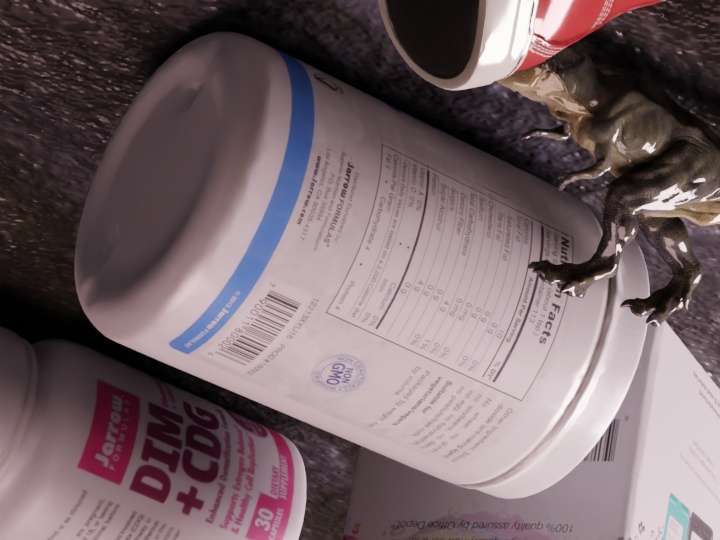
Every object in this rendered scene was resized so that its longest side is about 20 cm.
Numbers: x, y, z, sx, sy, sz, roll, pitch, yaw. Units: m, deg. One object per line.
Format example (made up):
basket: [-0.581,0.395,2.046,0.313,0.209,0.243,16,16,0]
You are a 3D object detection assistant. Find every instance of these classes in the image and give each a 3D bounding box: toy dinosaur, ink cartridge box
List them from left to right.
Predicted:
ink cartridge box: [0.085,0.142,1.246,0.147,0.200,0.146,-1,153,28]
toy dinosaur: [0.113,-0.026,1.005,0.200,0.088,0.047,24,-172,-26]

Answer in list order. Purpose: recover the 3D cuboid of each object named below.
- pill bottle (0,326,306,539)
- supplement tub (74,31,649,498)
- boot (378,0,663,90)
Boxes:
pill bottle: [-0.137,0.103,1.367,0.200,0.113,0.113,26,152,-30]
supplement tub: [0.000,0.000,1.054,0.200,0.132,0.132,25,153,-28]
boot: [0.083,-0.157,0.761,0.144,0.072,0.200,-21,137,-31]
